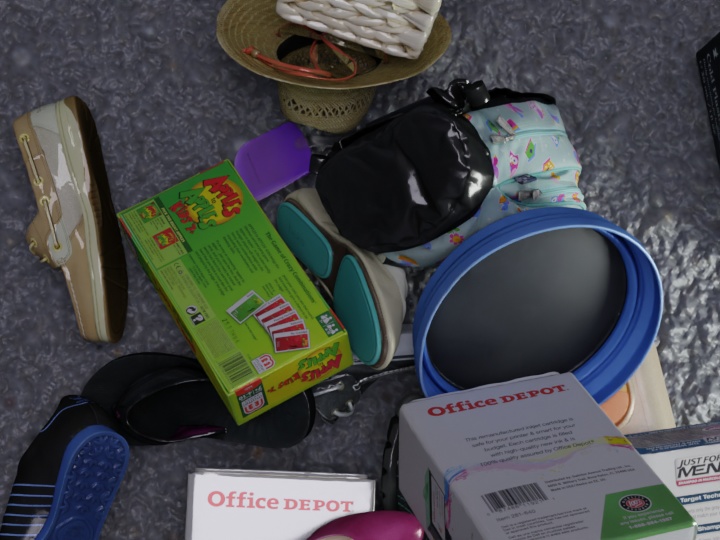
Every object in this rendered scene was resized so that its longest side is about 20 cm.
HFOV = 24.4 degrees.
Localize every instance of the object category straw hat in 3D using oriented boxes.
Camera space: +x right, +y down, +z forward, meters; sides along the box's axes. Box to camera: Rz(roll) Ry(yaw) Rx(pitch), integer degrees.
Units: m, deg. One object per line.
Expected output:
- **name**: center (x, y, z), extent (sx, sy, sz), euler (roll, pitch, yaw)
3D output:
- **straw hat**: center (-0.027, -0.157, 1.338), extent (0.201, 0.201, 0.085), euler (1, 124, -4)

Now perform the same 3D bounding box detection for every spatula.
- **spatula**: center (-0.008, -0.112, 1.374), extent (0.200, 0.021, 0.057), euler (-19, 61, -10)

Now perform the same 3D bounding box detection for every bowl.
- **bowl**: center (0.132, 0.039, 1.271), extent (0.201, 0.039, 0.201), euler (-10, 127, -14)

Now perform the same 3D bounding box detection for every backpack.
- **backpack**: center (0.083, -0.073, 1.298), extent (0.200, 0.167, 0.127), euler (-10, 84, -50)

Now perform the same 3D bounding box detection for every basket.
- **basket**: center (0.017, -0.274, 1.301), extent (0.136, 0.123, 0.200), euler (18, 40, -1)

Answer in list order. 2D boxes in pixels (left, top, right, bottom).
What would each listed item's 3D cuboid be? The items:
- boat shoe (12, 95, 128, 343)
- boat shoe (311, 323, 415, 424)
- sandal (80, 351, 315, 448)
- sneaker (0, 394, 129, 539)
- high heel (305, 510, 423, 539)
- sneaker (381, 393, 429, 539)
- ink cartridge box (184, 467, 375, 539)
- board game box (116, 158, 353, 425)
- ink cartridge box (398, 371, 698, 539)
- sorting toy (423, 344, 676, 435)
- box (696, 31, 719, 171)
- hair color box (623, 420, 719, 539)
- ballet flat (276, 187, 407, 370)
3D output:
- **boat shoe**: center (-0.233, -0.036, 1.329), extent (0.066, 0.074, 0.200), euler (-12, 83, 7)
- **boat shoe**: center (-0.029, 0.088, 1.334), extent (0.200, 0.072, 0.071), euler (-11, 92, 5)
- **sandal**: center (-0.135, 0.104, 1.292), extent (0.200, 0.048, 0.075), euler (-1, 99, 20)
- **sneaker**: center (-0.245, 0.193, 1.302), extent (0.070, 0.078, 0.200), euler (22, 103, -36)
- **high heel**: center (-0.041, 0.228, 1.211), extent (0.200, 0.096, 0.067), euler (-19, 86, -8)
- **sneaker**: center (0.052, 0.197, 1.318), extent (0.079, 0.075, 0.200), euler (3, 93, 4)
- **ink cartridge box**: center (-0.067, 0.257, 1.296), extent (0.147, 0.083, 0.200), euler (3, 83, -5)
- **board game box**: center (-0.099, 0.013, 1.290), extent (0.102, 0.048, 0.200), euler (-27, 56, -12)
- **ink cartridge box**: center (0.128, 0.168, 1.199), extent (0.145, 0.200, 0.084), euler (-9, 121, -17)
- **sorting toy**: center (0.166, 0.154, 1.351), extent (0.200, 0.036, 0.185), euler (-13, 84, -6)
- **box**: center (0.365, -0.111, 1.317), extent (0.124, 0.197, 0.200), euler (-10, 84, -6)
- **hair color box**: center (0.263, 0.225, 1.311), extent (0.100, 0.061, 0.200), euler (-7, 101, -8)
- **ballet flat**: center (0.000, 0.000, 1.305), extent (0.069, 0.069, 0.200), euler (-27, 49, -7)
